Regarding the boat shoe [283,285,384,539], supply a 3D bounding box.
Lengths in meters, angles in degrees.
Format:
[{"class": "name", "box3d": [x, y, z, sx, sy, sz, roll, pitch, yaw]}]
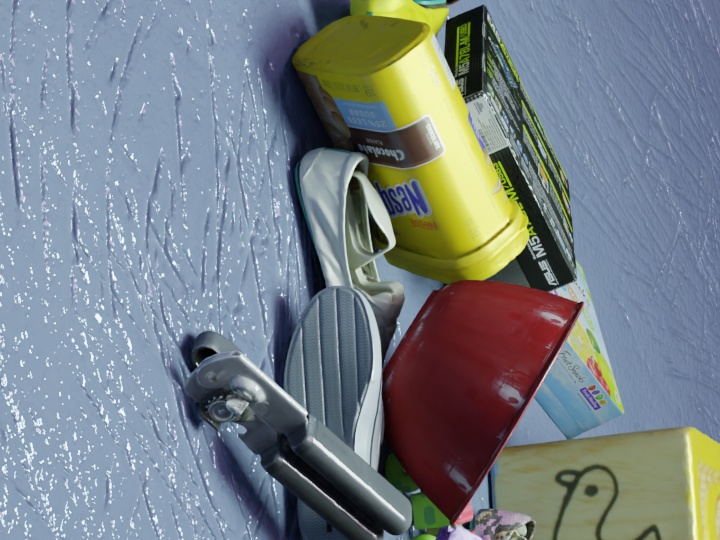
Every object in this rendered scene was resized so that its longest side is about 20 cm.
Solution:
[{"class": "boat shoe", "box3d": [-0.019, 0.115, 1.303, 0.067, 0.073, 0.202, 40, 54, -74]}]

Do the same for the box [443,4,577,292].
[{"class": "box", "box3d": [0.131, -0.108, 1.529, 0.201, 0.047, 0.194, 61, 15, -26]}]

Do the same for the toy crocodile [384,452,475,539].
[{"class": "toy crocodile", "box3d": [0.066, 0.192, 1.445, 0.067, 0.061, 0.202, -14, 94, -65]}]

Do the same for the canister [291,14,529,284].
[{"class": "canister", "box3d": [0.038, -0.099, 1.396, 0.086, 0.148, 0.201, -39, 119, -21]}]

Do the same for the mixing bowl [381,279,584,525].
[{"class": "mixing bowl", "box3d": [0.079, 0.083, 1.348, 0.201, 0.108, 0.200, -58, 176, -7]}]

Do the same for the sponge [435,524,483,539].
[{"class": "sponge", "box3d": [0.077, 0.311, 1.338, 0.111, 0.030, 0.201, 30, 67, -18]}]

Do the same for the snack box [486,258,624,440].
[{"class": "snack box", "box3d": [0.168, 0.030, 1.639, 0.169, 0.067, 0.201, 49, 21, -40]}]

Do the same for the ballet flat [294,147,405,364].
[{"class": "ballet flat", "box3d": [0.000, 0.000, 1.371, 0.069, 0.069, 0.202, -29, 108, -63]}]

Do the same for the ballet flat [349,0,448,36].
[{"class": "ballet flat", "box3d": [0.030, -0.212, 1.508, 0.200, 0.066, 0.068, -18, 115, -75]}]

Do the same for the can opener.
[{"class": "can opener", "box3d": [-0.041, 0.114, 1.207, 0.200, 0.053, 0.067, 43, 28, -27]}]

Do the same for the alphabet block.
[{"class": "alphabet block", "box3d": [0.252, 0.265, 1.650, 0.196, 0.198, 0.197, 25, 58, -60]}]

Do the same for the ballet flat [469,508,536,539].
[{"class": "ballet flat", "box3d": [0.120, 0.292, 1.512, 0.069, 0.071, 0.201, 58, 33, -40]}]

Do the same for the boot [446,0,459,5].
[{"class": "boot", "box3d": [0.087, -0.391, 1.724, 0.200, 0.068, 0.190, -57, 139, -46]}]
